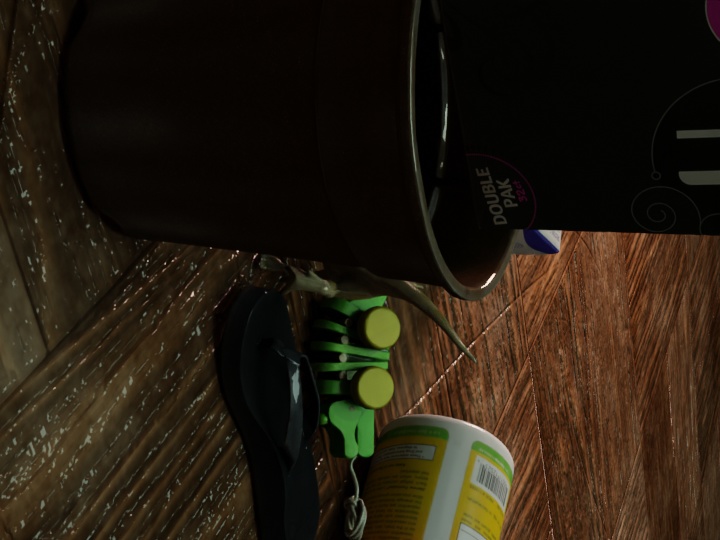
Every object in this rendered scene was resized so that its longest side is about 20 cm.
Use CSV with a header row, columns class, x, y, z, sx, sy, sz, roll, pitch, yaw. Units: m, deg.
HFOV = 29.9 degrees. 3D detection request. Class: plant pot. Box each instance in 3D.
class,x,y,z,sx,sy,sz,roll,pitch,yaw
plant pot,-0.030,-0.087,0.698,0.200,0.198,0.201,1,90,-67

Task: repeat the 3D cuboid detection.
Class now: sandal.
class,x,y,z,sx,sy,sz,roll,pitch,yaw
sandal,-0.045,0.097,0.876,0.076,0.043,0.201,-54,140,-53

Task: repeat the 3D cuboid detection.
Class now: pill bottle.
class,x,y,z,sx,sy,sz,roll,pitch,yaw
pill bottle,0.044,0.220,1.014,0.111,0.111,0.200,65,35,-48

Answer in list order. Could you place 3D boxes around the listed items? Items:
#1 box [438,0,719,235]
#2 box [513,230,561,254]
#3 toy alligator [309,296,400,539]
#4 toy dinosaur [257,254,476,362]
class,x,y,z,sx,sy,sz,roll,pitch,yaw
box,0.152,-0.107,0.619,0.124,0.199,0.149,-57,143,-49
box,0.109,-0.130,1.152,0.184,0.105,0.201,30,64,-65
toy alligator,-0.013,0.088,0.949,0.054,0.059,0.201,10,82,-24
toy dinosaur,0.000,0.000,0.853,0.101,0.200,0.058,18,92,-27
